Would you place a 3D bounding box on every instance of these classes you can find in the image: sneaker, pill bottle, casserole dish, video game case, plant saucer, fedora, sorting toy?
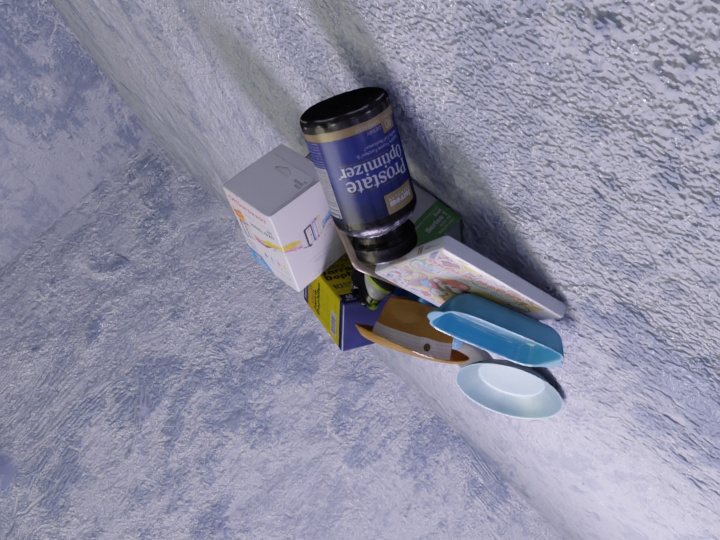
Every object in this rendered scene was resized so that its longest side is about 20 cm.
[{"bbox_3d":[0.000,0.000,1.113,0.071,0.083,0.200,26,-161,-26],"label":"sneaker"},{"bbox_3d":[0.206,0.148,1.288,0.088,0.075,0.200,11,-150,-47],"label":"sneaker"},{"bbox_3d":[0.007,-0.114,0.769,0.112,0.112,0.201,31,146,55],"label":"pill bottle"},{"bbox_3d":[0.191,0.082,0.858,0.199,0.039,0.121,23,161,-6],"label":"casserole dish"},{"bbox_3d":[0.143,0.024,0.841,0.199,0.023,0.182,28,160,-19],"label":"video game case"},{"bbox_3d":[0.279,0.214,1.157,0.200,0.039,0.201,17,147,12],"label":"plant saucer"},{"bbox_3d":[0.093,0.093,1.027,0.200,0.082,0.201,16,-179,0],"label":"fedora"},{"bbox_3d":[0.049,-0.023,1.059,0.199,0.037,0.185,27,-162,-24],"label":"sorting toy"}]

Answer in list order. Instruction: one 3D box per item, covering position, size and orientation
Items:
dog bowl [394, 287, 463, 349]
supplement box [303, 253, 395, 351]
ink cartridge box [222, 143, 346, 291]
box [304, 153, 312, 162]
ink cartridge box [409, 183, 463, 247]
[{"bbox_3d":[0.114,0.075,1.177,0.049,0.112,0.200,2,-145,-51],"label":"dog bowl"},{"bbox_3d":[-0.028,0.050,1.217,0.200,0.108,0.110,46,141,50],"label":"supplement box"},{"bbox_3d":[-0.132,-0.098,1.146,0.147,0.145,0.201,33,153,35],"label":"ink cartridge box"},{"bbox_3d":[-0.019,-0.129,1.149,0.121,0.032,0.200,29,158,46],"label":"box"},{"bbox_3d":[0.055,-0.075,0.937,0.200,0.084,0.145,40,169,24],"label":"ink cartridge box"}]
